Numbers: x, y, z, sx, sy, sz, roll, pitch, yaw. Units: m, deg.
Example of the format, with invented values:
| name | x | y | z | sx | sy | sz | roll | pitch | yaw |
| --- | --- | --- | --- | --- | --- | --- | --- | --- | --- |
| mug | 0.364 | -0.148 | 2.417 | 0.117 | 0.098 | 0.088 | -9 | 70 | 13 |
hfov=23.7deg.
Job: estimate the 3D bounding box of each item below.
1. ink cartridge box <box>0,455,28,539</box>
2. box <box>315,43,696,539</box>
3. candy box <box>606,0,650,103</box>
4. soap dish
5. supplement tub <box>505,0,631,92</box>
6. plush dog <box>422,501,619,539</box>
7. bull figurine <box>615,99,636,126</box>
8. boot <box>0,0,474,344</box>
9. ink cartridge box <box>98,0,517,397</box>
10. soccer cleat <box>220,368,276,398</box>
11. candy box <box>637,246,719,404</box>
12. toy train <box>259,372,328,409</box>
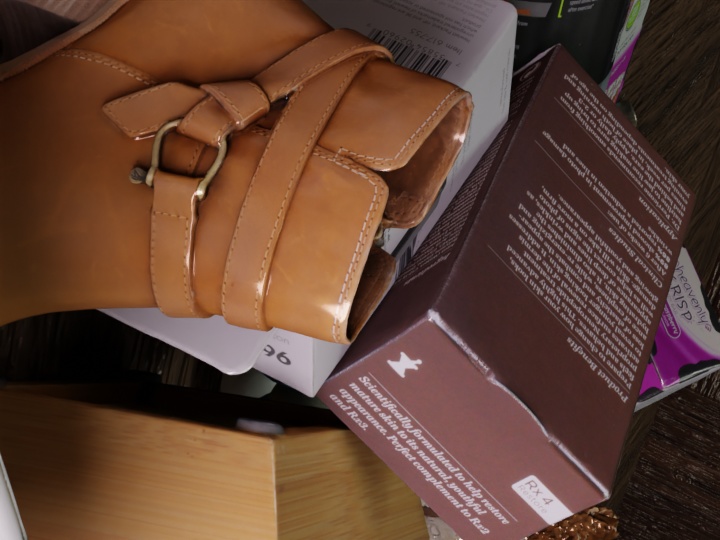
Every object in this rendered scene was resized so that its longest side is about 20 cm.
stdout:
| name | x | y | z | sx | sy | sz | roll | pitch | yaw |
| --- | --- | --- | --- | --- | --- | --- | --- | --- | --- |
| ink cartridge box | -0.157 | 0.068 | 0.387 | 0.146 | 0.083 | 0.200 | -31 | 151 | -21 |
| box | 0.066 | 0.006 | 0.699 | 0.075 | 0.100 | 0.200 | -34 | -163 | 36 |
| candy box | 0.139 | -0.160 | 1.108 | 0.136 | 0.061 | 0.201 | -41 | 152 | -53 |
| soap dish | -0.069 | 0.087 | 0.664 | 0.200 | 0.156 | 0.082 | 11 | 86 | -73 |
| supplement tub | 0.074 | -0.168 | 0.785 | 0.123 | 0.122 | 0.201 | -48 | 157 | -46 |
| plush dog | 0.067 | 0.121 | 1.060 | 0.160 | 0.200 | 0.173 | -29 | 103 | -26 |
| bull figurine | 0.073 | -0.048 | 0.880 | 0.121 | 0.200 | 0.065 | -23 | 115 | -10 |
| boot | -0.071 | -0.008 | 0.499 | 0.201 | 0.154 | 0.074 | -61 | 163 | -15 |
| ink cartridge box | -0.037 | -0.035 | 0.638 | 0.200 | 0.116 | 0.068 | -53 | 159 | -34 |
| soccer cleat | -0.025 | 0.064 | 0.910 | 0.200 | 0.069 | 0.078 | 53 | 49 | -73 |
| candy box | 0.141 | 0.032 | 1.109 | 0.061 | 0.137 | 0.200 | -17 | 169 | -27 |
| toy train | 0.000 | 0.000 | 0.815 | 0.200 | 0.084 | 0.116 | -44 | 138 | -62 |
